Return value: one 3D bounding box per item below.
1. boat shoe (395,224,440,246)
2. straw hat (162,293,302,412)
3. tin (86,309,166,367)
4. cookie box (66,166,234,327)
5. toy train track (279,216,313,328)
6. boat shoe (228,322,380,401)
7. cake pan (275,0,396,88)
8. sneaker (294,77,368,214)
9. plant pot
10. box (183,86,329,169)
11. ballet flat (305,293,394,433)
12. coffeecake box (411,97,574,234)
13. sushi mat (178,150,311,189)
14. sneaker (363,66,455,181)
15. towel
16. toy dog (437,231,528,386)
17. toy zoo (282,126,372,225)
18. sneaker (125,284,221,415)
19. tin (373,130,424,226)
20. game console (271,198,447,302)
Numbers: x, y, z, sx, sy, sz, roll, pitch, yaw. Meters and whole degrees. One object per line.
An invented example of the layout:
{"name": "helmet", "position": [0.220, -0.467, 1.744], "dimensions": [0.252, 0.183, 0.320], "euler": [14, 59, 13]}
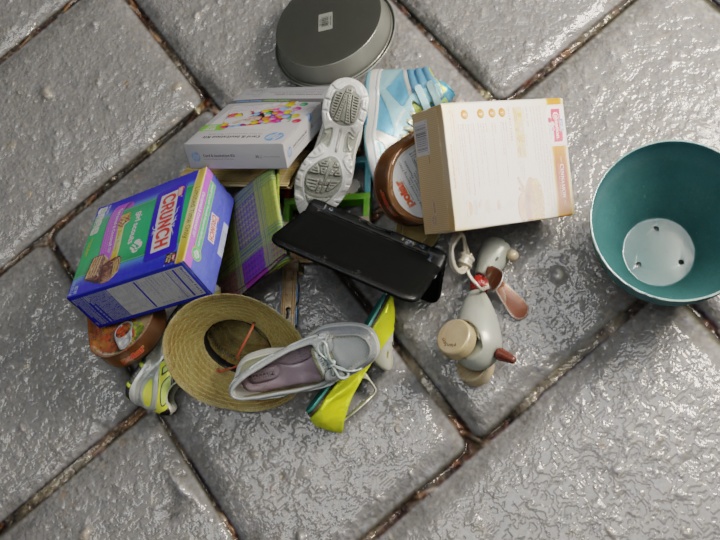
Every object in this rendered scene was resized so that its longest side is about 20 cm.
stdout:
{"name": "boat shoe", "position": [0.100, -0.118, 1.142], "dimensions": [0.072, 0.063, 0.203], "euler": [23, 79, 17]}
{"name": "straw hat", "position": [-0.164, 0.094, 1.112], "dimensions": [0.197, 0.204, 0.086], "euler": [-11, 30, 8]}
{"name": "tin", "position": [-0.332, 0.052, 1.153], "dimensions": [0.111, 0.042, 0.201], "euler": [-35, 42, 8]}
{"name": "cookie box", "position": [-0.282, -0.031, 1.109], "dimensions": [0.197, 0.075, 0.173], "euler": [-16, 46, 22]}
{"name": "toy train track", "position": [-0.104, 0.018, 1.160], "dimensions": [0.113, 0.033, 0.204], "euler": [-2, 74, 11]}
{"name": "boat shoe", "position": [-0.071, 0.122, 1.032], "dimensions": [0.199, 0.065, 0.076], "euler": [-14, 106, 12]}
{"name": "cake pan", "position": [-0.045, -0.369, 1.240], "dimensions": [0.197, 0.037, 0.203], "euler": [-8, 62, 15]}
{"name": "sneaker", "position": [-0.033, -0.163, 1.144], "dimensions": [0.077, 0.099, 0.203], "euler": [22, 95, 3]}
{"name": "plant pot", "position": [0.385, -0.042, 1.023], "dimensions": [0.196, 0.135, 0.204], "euler": [-3, 73, 11]}
{"name": "box", "position": [-0.136, -0.206, 1.157], "dimensions": [0.153, 0.042, 0.201], "euler": [3, 36, 21]}
{"name": "ballet flat", "position": [0.004, 0.130, 1.096], "dimensions": [0.067, 0.067, 0.201], "euler": [34, 85, -3]}
{"name": "coffeecake box", "position": [0.174, -0.136, 1.051], "dimensions": [0.197, 0.073, 0.157], "euler": [-8, 93, -28]}
{"name": "sushi mat", "position": [-0.172, -0.148, 1.189], "dimensions": [0.197, 0.012, 0.096], "euler": [3, 42, 25]}
{"name": "sneaker", "position": [0.074, -0.206, 1.161], "dimensions": [0.128, 0.080, 0.204], "euler": [-7, 73, 16]}
{"name": "towel", "position": [-0.159, -0.042, 1.133], "dimensions": [0.199, 0.022, 0.146], "euler": [-35, 59, 45]}
{"name": "toy dog", "position": [0.173, 0.051, 1.055], "dimensions": [0.095, 0.131, 0.204], "euler": [4, 83, 35]}
{"name": "toy zoo", "position": [-0.046, -0.151, 1.192], "dimensions": [0.129, 0.021, 0.203], "euler": [-4, 64, 9]}
{"name": "sneaker", "position": [-0.248, 0.111, 1.149], "dimensions": [0.076, 0.075, 0.202], "euler": [32, 90, 6]}
{"name": "tin", "position": [0.105, -0.141, 1.084], "dimensions": [0.199, 0.042, 0.113], "euler": [-37, 102, -23]}
{"name": "game console", "position": [0.000, 0.000, 1.052], "dimensions": [0.197, 0.177, 0.117], "euler": [23, 63, 13]}
